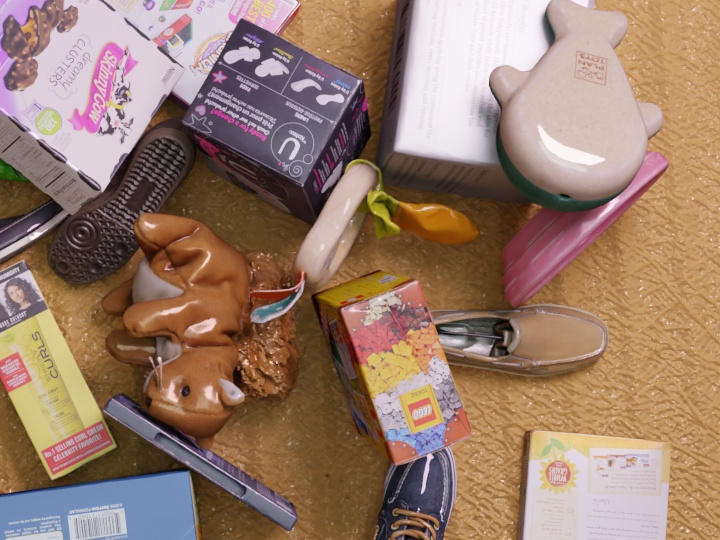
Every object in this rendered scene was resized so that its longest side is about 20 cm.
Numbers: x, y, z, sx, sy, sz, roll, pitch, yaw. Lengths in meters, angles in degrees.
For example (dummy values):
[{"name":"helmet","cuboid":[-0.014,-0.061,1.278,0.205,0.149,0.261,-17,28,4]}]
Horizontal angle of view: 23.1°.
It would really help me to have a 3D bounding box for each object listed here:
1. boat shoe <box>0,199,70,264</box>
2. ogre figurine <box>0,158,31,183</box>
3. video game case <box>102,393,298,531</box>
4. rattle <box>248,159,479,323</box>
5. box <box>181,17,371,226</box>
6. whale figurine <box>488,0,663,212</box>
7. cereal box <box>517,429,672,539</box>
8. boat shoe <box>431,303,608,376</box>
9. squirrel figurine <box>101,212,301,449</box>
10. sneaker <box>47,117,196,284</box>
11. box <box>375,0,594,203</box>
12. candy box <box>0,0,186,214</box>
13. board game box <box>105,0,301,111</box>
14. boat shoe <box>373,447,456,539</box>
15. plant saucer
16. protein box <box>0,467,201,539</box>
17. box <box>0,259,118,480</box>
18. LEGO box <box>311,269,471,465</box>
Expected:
[{"name":"boat shoe","cuboid":[-0.372,-0.025,1.670,0.200,0.073,0.063,-29,91,-3]},{"name":"ogre figurine","cuboid":[-0.334,-0.165,1.676,0.120,0.098,0.201,-15,97,-19]},{"name":"video game case","cuboid":[-0.147,0.176,1.637,0.200,0.143,0.019,32,86,-2]},{"name":"rattle","cuboid":[0.000,0.000,1.623,0.143,0.130,0.200,39,39,-5]},{"name":"box","cuboid":[-0.075,-0.131,1.639,0.132,0.200,0.115,28,82,7]},{"name":"whale figurine","cuboid":[0.184,-0.141,1.541,0.159,0.104,0.200,12,60,-7]},{"name":"cereal box","cuboid":[0.226,0.261,1.720,0.143,0.040,0.201,6,84,-5]},{"name":"boat shoe","cuboid":[0.149,0.068,1.712,0.199,0.076,0.072,-3,85,-6]},{"name":"squirrel figurine","cuboid":[-0.133,0.068,1.635,0.200,0.142,0.187,6,49,-31]},{"name":"sneaker","cuboid":[-0.220,-0.066,1.683,0.070,0.076,0.200,42,114,-11]},{"name":"box","cuboid":[0.114,-0.180,1.671,0.171,0.200,0.200,8,84,-4]},{"name":"candy box","cuboid":[-0.286,-0.180,1.615,0.200,0.071,0.168,39,55,-16]},{"name":"board game box","cuboid":[-0.183,-0.261,1.727,0.200,0.040,0.153,38,82,-1]},{"name":"boat shoe","cuboid":[0.049,0.254,1.669,0.071,0.091,0.201,16,83,-4]},{"name":"plant saucer","cuboid":[0.204,-0.049,1.669,0.200,0.201,0.051,-41,83,-8]},{"name":"protein box","cuboid":[-0.240,0.295,1.619,0.198,0.135,0.201,-7,85,-6]},{"name":"box","cuboid":[-0.307,0.096,1.675,0.075,0.050,0.200,-26,88,-9]},{"name":"LEGO box","cuboid":[0.025,0.085,1.626,0.077,0.200,0.149,-20,95,-8]}]
